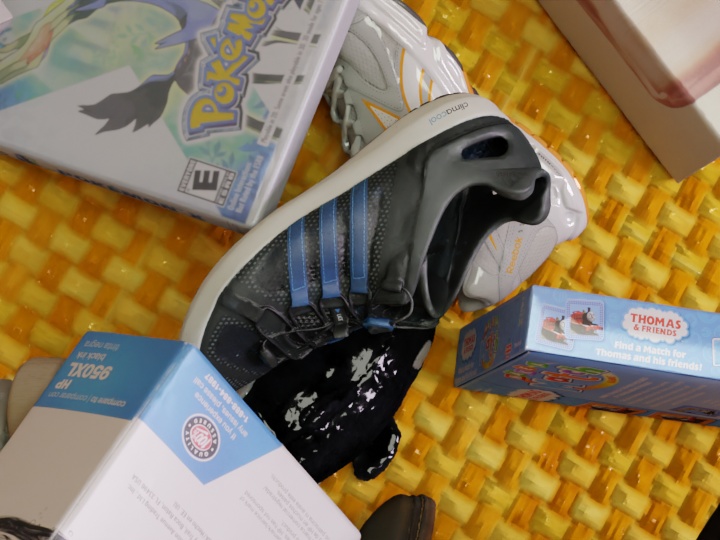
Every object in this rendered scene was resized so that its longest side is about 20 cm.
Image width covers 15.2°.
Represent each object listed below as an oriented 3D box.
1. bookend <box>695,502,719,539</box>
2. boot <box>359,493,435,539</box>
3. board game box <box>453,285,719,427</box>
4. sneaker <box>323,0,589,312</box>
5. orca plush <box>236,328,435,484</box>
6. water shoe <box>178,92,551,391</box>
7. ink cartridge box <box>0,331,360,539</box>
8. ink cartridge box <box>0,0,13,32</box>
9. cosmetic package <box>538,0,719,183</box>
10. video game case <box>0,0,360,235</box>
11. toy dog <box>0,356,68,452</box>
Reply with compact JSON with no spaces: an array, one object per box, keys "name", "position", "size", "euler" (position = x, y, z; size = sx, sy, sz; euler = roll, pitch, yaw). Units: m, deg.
[{"name":"bookend","position":[0.251,0.180,1.265],"size":[0.198,0.200,0.092],"euler":[9,64,-1]},{"name":"boot","position":[-0.046,0.176,1.293],"size":[0.097,0.075,0.200],"euler":[33,79,-7]},{"name":"board game box","position":[0.159,0.048,1.310],"size":[0.199,0.151,0.037],"euler":[8,80,-10]},{"name":"sneaker","position":[0.018,-0.064,1.337],"size":[0.200,0.076,0.092],"euler":[42,74,-2]},{"name":"orca plush","position":[-0.041,0.066,1.311],"size":[0.199,0.071,0.106],"euler":[-24,87,-13]},{"name":"water shoe","position":[0.000,0.000,1.267],"size":[0.200,0.071,0.079],"euler":[-42,57,4]},{"name":"ink cartridge box","position":[-0.113,0.149,1.198],"size":[0.145,0.084,0.200],"euler":[51,61,-33]},{"name":"ink cartridge box","position":[-0.282,-0.146,1.252],"size":[0.200,0.146,0.086],"euler":[52,34,-1]},{"name":"cosmetic package","position":[0.150,-0.158,1.370],"size":[0.103,0.087,0.200],"euler":[-39,91,-14]},{"name":"video game case","position":[-0.094,-0.134,1.319],"size":[0.182,0.022,0.201],"euler":[18,78,17]},{"name":"toy dog","position":[-0.175,0.134,1.269],"size":[0.132,0.096,0.201],"euler":[22,87,27]}]
